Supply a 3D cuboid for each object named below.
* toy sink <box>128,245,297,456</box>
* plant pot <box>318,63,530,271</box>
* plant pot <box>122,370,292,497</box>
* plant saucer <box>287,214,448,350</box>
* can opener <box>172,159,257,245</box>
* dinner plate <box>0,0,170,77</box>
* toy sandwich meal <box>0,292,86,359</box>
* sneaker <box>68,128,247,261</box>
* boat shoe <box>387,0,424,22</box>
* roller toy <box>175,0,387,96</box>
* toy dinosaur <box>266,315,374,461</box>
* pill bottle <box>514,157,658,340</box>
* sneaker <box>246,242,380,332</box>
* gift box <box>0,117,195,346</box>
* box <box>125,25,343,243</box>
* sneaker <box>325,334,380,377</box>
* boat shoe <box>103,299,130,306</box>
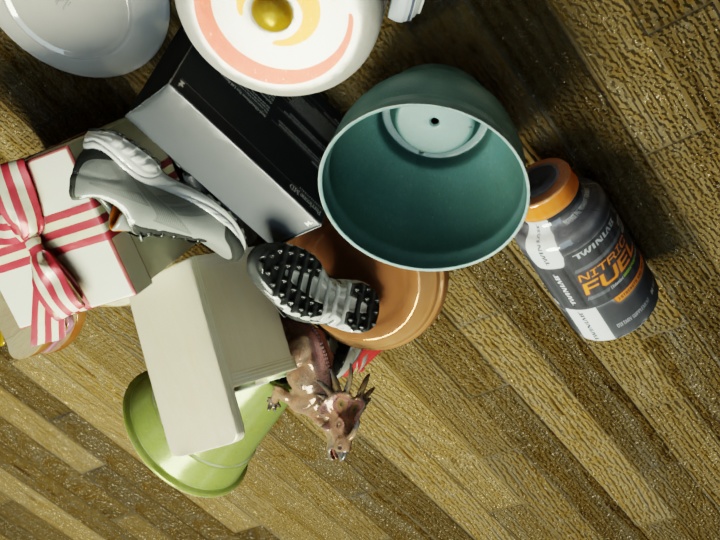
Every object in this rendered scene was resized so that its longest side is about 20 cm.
[{"bbox_3d":[-0.158,0.090,1.076,0.130,0.112,0.201,-22,82,43],"label":"toy sink"},{"bbox_3d":[0.068,-0.117,0.942,0.199,0.135,0.201,6,135,6],"label":"plant pot"},{"bbox_3d":[-0.172,0.155,1.241,0.200,0.201,0.190,34,118,-21],"label":"plant pot"},{"bbox_3d":[0.000,0.000,1.079,0.199,0.037,0.202,8,113,21],"label":"plant saucer"},{"bbox_3d":[-0.174,-0.094,1.061,0.053,0.067,0.201,-7,132,19],"label":"can opener"},{"bbox_3d":[-0.287,-0.271,0.944,0.199,0.024,0.201,6,134,7],"label":"dinner plate"},{"bbox_3d":[-0.418,0.013,1.161,0.204,0.070,0.207,12,116,27],"label":"toy sandwich meal"},{"bbox_3d":[-0.197,-0.058,0.939,0.200,0.080,0.074,34,166,-34],"label":"sneaker"},{"bbox_3d":[0.078,-0.293,0.810,0.066,0.074,0.201,16,134,-6],"label":"boat shoe"},{"bbox_3d":[-0.063,-0.254,0.831,0.182,0.140,0.200,39,129,-25],"label":"roller toy"},{"bbox_3d":[-0.054,0.116,1.113,0.135,0.086,0.201,-26,88,53],"label":"toy dinosaur"},{"bbox_3d":[0.231,-0.025,1.018,0.106,0.107,0.200,-21,127,28],"label":"pill bottle"},{"bbox_3d":[-0.067,0.021,1.003,0.090,0.067,0.200,4,166,35],"label":"sneaker"},{"bbox_3d":[-0.306,-0.043,1.020,0.199,0.187,0.185,-21,104,24],"label":"gift box"},{"bbox_3d":[-0.110,-0.143,0.944,0.079,0.142,0.200,-24,124,38],"label":"box"},{"bbox_3d":[0.018,0.052,1.172,0.085,0.077,0.200,1,135,-45],"label":"sneaker"},{"bbox_3d":[-0.340,0.007,1.200,0.199,0.074,0.070,-7,109,28],"label":"boat shoe"}]
